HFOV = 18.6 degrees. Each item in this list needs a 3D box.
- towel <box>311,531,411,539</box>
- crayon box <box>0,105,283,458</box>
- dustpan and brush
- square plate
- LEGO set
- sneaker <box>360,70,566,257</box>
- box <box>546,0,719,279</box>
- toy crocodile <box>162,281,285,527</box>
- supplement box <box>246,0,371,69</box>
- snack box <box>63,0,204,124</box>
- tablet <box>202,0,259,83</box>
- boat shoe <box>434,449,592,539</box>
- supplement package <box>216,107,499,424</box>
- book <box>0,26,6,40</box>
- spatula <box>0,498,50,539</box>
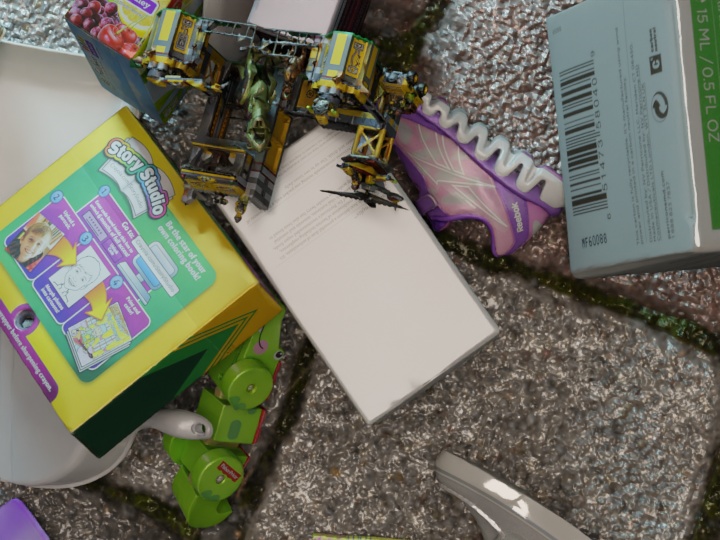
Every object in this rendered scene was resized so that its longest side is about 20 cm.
[{"bbox_3d":[0.020,0.306,1.677,0.142,0.023,0.202,4,88,5],"label":"towel"},{"bbox_3d":[-0.181,0.006,1.613,0.172,0.058,0.200,-38,59,-1],"label":"crayon box"},{"bbox_3d":[-0.193,0.106,1.652,0.199,0.057,0.141,10,101,45],"label":"dustpan and brush"},{"bbox_3d":[-0.276,-0.078,1.707,0.198,0.028,0.200,11,88,4],"label":"square plate"},{"bbox_3d":[-0.063,-0.095,1.515,0.198,0.154,0.117,12,77,15],"label":"LEGO set"},{"bbox_3d":[0.061,-0.080,1.663,0.199,0.080,0.089,34,98,3],"label":"sneaker"},{"bbox_3d":[0.254,-0.105,1.567,0.170,0.200,0.201,-4,87,-21],"label":"box"},{"bbox_3d":[-0.096,0.104,1.643,0.061,0.067,0.201,6,112,-36],"label":"toy crocodile"},{"bbox_3d":[-0.028,-0.207,1.608,0.060,0.200,0.110,20,89,5],"label":"supplement box"},{"bbox_3d":[-0.126,-0.225,1.617,0.067,0.169,0.201,32,81,8],"label":"snack box"},{"bbox_3d":[-0.074,-0.231,1.599,0.014,0.201,0.130,30,55,15],"label":"tablet"},{"bbox_3d":[0.130,0.212,1.654,0.199,0.072,0.069,36,88,-5],"label":"boat shoe"},{"bbox_3d":[0.000,0.000,1.639,0.121,0.120,0.201,-34,86,0],"label":"supplement package"},{"bbox_3d":[-0.389,-0.178,1.691,0.199,0.048,0.134,32,95,16],"label":"book"},{"bbox_3d":[-0.312,0.161,1.704,0.056,0.021,0.200,-41,85,8],"label":"spatula"}]
